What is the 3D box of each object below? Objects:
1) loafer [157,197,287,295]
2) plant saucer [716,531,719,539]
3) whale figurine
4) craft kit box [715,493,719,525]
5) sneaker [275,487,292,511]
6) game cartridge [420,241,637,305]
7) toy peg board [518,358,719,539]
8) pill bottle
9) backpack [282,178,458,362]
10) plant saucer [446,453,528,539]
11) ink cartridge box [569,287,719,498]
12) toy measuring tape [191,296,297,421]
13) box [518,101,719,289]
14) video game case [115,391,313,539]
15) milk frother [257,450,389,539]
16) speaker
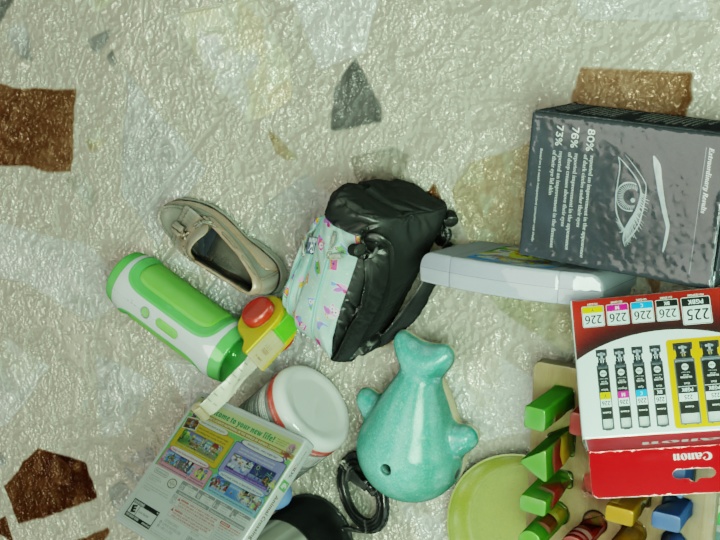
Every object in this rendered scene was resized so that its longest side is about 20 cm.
[{"bbox_3d":[-0.182,-0.031,1.415,0.199,0.063,0.072,31,115,22],"label":"loafer"},{"bbox_3d":[0.411,0.325,1.163,0.199,0.019,0.070,21,112,25],"label":"plant saucer"},{"bbox_3d":[0.056,0.172,1.285,0.158,0.104,0.202,19,119,26],"label":"whale figurine"},{"bbox_3d":[0.352,0.152,1.145,0.196,0.048,0.202,14,108,31],"label":"craft kit box"},{"bbox_3d":[-0.158,0.279,1.344,0.199,0.070,0.078,-5,113,33],"label":"sneaker"},{"bbox_3d":[0.169,0.002,1.167,0.199,0.133,0.041,8,105,29],"label":"game cartridge"},{"bbox_3d":[0.250,0.211,1.140,0.198,0.098,0.202,9,106,30],"label":"toy peg board"},{"bbox_3d":[-0.116,0.213,1.400,0.200,0.116,0.116,-40,80,32],"label":"pill bottle"},{"bbox_3d":[0.000,0.000,1.271,0.127,0.166,0.201,43,124,34],"label":"backpack"},{"bbox_3d":[0.192,0.299,1.282,0.199,0.031,0.202,7,104,30],"label":"plant saucer"},{"bbox_3d":[0.301,0.113,1.042,0.198,0.084,0.177,-6,72,12],"label":"ink cartridge box"},{"bbox_3d":[-0.138,0.093,1.372,0.073,0.074,0.200,39,75,18],"label":"toy measuring tape"},{"bbox_3d":[0.268,-0.077,1.106,0.199,0.104,0.149,13,107,28],"label":"box"},{"bbox_3d":[-0.169,0.243,1.295,0.199,0.022,0.183,15,65,44],"label":"video game case"},{"bbox_3d":[-0.074,0.326,1.357,0.179,0.188,0.202,13,108,27],"label":"milk frother"},{"bbox_3d":[-0.231,0.058,1.452,0.199,0.088,0.089,34,116,21],"label":"speaker"}]
